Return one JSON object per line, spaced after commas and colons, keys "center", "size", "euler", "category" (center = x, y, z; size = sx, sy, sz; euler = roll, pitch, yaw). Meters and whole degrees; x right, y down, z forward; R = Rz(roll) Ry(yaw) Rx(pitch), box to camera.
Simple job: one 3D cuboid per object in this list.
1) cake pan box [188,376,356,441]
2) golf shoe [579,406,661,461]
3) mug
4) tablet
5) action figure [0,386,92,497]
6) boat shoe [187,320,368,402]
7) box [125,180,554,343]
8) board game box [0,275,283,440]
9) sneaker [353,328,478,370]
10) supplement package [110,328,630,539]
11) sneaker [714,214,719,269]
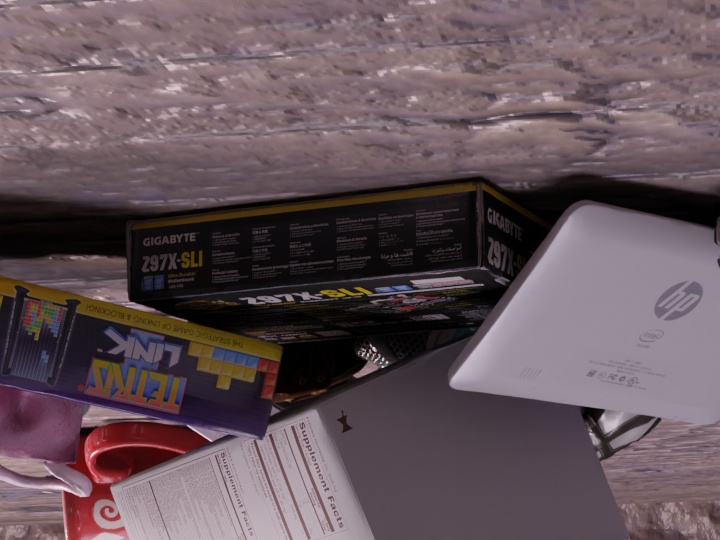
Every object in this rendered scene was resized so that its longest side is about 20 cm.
{"center": [-0.015, 0.117, 1.515], "size": [0.199, 0.053, 0.184], "euler": [29, -171, 25], "category": "cake pan box"}
{"center": [0.130, 0.099, 1.403], "size": [0.200, 0.078, 0.094], "euler": [-52, 159, 24], "category": "golf shoe"}
{"center": [-0.184, 0.215, 2.088], "size": [0.199, 0.134, 0.178], "euler": [-4, 172, -6], "category": "mug"}
{"center": [0.152, 0.027, 1.140], "size": [0.199, 0.014, 0.130], "euler": [10, 128, -37], "category": "tablet"}
{"center": [-0.262, 0.075, 1.300], "size": [0.133, 0.150, 0.200], "euler": [0, -175, 30], "category": "action figure"}
{"center": [-0.051, 0.048, 1.368], "size": [0.067, 0.072, 0.200], "euler": [-10, 174, 18], "category": "boat shoe"}
{"center": [0.000, 0.000, 1.159], "size": [0.199, 0.050, 0.160], "euler": [-6, 166, 23], "category": "box"}
{"center": [-0.166, 0.039, 1.162], "size": [0.199, 0.057, 0.165], "euler": [15, 176, -28], "category": "board game box"}
{"center": [0.054, 0.053, 1.444], "size": [0.091, 0.078, 0.200], "euler": [13, 171, 18], "category": "sneaker"}
{"center": [0.005, 0.138, 1.246], "size": [0.191, 0.148, 0.200], "euler": [-21, 178, -43], "category": "supplement package"}
{"center": [0.275, -0.003, 1.115], "size": [0.199, 0.078, 0.085], "euler": [5, 163, -34], "category": "sneaker"}
